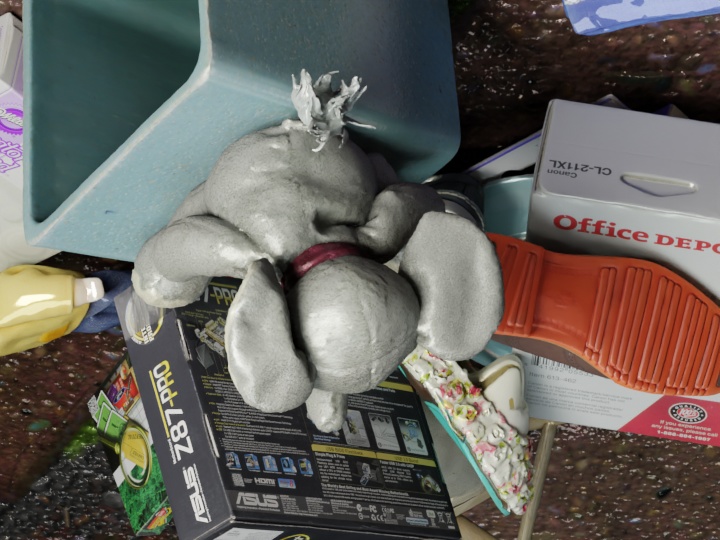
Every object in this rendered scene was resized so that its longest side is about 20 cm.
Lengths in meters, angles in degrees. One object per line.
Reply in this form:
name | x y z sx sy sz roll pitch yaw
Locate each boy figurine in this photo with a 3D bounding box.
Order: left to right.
boy figurine | -0.206 0.030 1.811 0.200 0.065 0.124 -11 170 -34

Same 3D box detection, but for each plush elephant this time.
plush elephant | -0.018 0.009 1.467 0.165 0.155 0.200 -7 155 -15

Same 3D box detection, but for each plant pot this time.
plant pot | -0.057 -0.114 1.589 0.200 0.196 0.196 17 142 -31

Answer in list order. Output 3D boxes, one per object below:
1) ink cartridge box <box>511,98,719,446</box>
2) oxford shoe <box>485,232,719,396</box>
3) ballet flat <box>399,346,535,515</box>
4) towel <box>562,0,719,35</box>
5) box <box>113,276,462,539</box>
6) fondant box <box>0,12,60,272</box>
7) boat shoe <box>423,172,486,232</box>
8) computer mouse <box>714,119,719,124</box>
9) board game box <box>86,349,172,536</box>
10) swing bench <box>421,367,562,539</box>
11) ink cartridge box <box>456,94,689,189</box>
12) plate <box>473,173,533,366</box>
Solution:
ink cartridge box | 0.170 0.004 1.674 0.146 0.083 0.200 9 138 5
oxford shoe | 0.123 0.023 1.612 0.200 0.071 0.073 20 172 -17
ballet flat | 0.057 0.054 1.671 0.064 0.076 0.200 -34 100 7
towel | 0.164 -0.209 1.560 0.145 0.024 0.200 -7 141 15
box | -0.039 0.086 1.628 0.049 0.161 0.200 -32 154 34
fondant box | -0.242 -0.065 1.774 0.200 0.058 0.144 -25 133 32
boat shoe | 0.000 0.000 1.751 0.200 0.062 0.073 -31 112 34
computer mouse | 0.246 -0.093 1.634 0.059 0.034 0.200 34 138 -14
board game box | -0.109 0.072 1.783 0.023 0.105 0.200 -4 147 -37
swing bench | 0.006 0.116 1.867 0.200 0.130 0.199 7 169 39
ink cartridge box | 0.145 -0.029 1.777 0.198 0.043 0.200 -27 130 34
plate | 0.126 0.015 1.780 0.200 0.026 0.200 4 140 4
